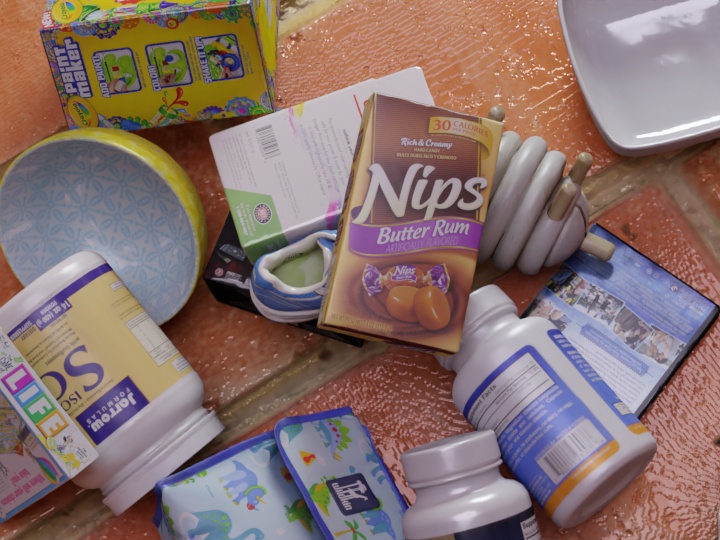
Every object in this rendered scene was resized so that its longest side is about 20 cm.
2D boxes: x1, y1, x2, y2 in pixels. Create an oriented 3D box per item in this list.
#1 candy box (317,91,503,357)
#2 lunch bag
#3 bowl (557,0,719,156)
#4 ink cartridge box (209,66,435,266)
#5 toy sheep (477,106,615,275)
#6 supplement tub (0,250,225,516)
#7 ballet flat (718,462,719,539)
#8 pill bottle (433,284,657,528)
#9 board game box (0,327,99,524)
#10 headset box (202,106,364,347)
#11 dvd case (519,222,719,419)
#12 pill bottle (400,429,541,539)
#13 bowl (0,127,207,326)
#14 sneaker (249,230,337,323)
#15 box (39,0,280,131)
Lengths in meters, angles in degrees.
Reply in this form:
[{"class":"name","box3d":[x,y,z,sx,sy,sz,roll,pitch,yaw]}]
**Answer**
[{"class":"candy box","box3d":[0.041,-0.038,1.510,0.117,0.056,0.200,12,82,-7]},{"class":"lunch bag","box3d":[-0.054,0.226,1.548,0.200,0.127,0.170,-23,69,-20]},{"class":"bowl","box3d":[0.294,-0.203,1.680,0.199,0.075,0.200,-16,70,1]},{"class":"ink cartridge box","box3d":[-0.021,-0.091,1.601,0.200,0.067,0.117,-19,69,2]},{"class":"toy sheep","box3d":[0.138,-0.062,1.618,0.200,0.138,0.138,31,77,7]},{"class":"supplement tub","box3d":[-0.228,0.099,1.580,0.145,0.145,0.200,-39,89,-8]},{"class":"ballet flat","box3d":[0.338,0.244,1.526,0.065,0.070,0.200,-15,63,31]},{"class":"pill bottle","box3d":[0.149,0.111,1.544,0.112,0.112,0.200,-38,69,-7]},{"class":"board game box","box3d":[-0.309,0.138,1.550,0.034,0.200,0.135,-38,93,-33]},{"class":"headset box","box3d":[-0.037,-0.050,1.665,0.149,0.077,0.200,18,75,13]},{"class":"dvd case","box3d":[0.209,0.071,1.620,0.143,0.018,0.200,36,77,17]},{"class":"pill bottle","box3d":[0.097,0.238,1.495,0.111,0.111,0.200,-16,88,1]},{"class":"bowl","box3d":[-0.222,-0.053,1.661,0.200,0.200,0.108,13,31,12]},{"class":"sneaker","box3d":[0.000,0.000,1.563,0.200,0.077,0.076,-14,70,1]},{"class":"box","box3d":[-0.181,-0.238,1.686,0.192,0.122,0.200,-7,39,5]}]
